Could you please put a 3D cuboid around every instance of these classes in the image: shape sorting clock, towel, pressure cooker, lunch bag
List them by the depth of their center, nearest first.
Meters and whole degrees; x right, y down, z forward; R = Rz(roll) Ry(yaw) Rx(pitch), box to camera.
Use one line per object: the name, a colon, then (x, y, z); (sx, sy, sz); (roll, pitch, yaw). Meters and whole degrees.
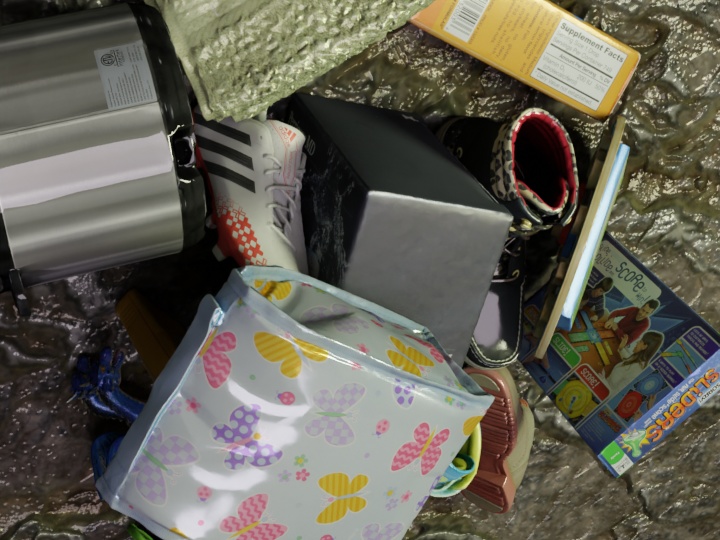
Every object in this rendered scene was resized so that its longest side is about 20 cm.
lunch bag: (-0.047, 0.094, 0.886); (0.199, 0.127, 0.170); (20, 106, -38)
pressure cooker: (-0.214, -0.081, 0.930); (0.198, 0.176, 0.180); (-14, 123, -14)
towel: (-0.050, -0.205, 0.975); (0.199, 0.036, 0.149); (-29, 92, -2)
shape sorting clock: (0.171, -0.027, 1.110); (0.039, 0.200, 0.201); (19, 113, 10)

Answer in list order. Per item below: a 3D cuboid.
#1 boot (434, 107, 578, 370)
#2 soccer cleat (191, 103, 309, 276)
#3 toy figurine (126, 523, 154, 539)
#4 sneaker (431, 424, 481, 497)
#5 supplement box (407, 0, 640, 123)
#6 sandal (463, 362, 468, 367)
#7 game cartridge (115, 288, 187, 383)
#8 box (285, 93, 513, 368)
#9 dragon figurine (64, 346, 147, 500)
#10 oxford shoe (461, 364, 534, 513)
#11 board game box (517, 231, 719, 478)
boot: (0.109, -0.022, 1.062); (0.073, 0.154, 0.205); (-7, 92, -18)
soccer cleat: (-0.068, -0.058, 0.989); (0.085, 0.201, 0.069); (-37, 142, 16)
toy figurine: (-0.069, 0.235, 1.204); (0.184, 0.150, 0.200); (-41, 99, -13)
sneaker: (0.018, 0.167, 1.098); (0.079, 0.130, 0.201); (32, 86, -35)
supplement box: (0.116, -0.185, 1.069); (0.199, 0.067, 0.069); (25, 103, -30)
sandal: (0.073, 0.077, 1.193); (0.079, 0.057, 0.202); (11, 111, -26)
game cartridge: (-0.095, 0.106, 1.060); (0.032, 0.200, 0.176); (-46, 123, 2)
box: (0.000, 0.000, 1.044); (0.117, 0.197, 0.201); (8, 113, -23)
dragon figurine: (-0.181, 0.157, 1.114); (0.099, 0.059, 0.202); (-4, 95, -28)
oxford shoe: (0.114, 0.129, 1.215); (0.074, 0.070, 0.201); (-55, 156, -31)
board game box: (0.207, 0.063, 1.153); (0.135, 0.200, 0.034); (-41, 123, 4)
